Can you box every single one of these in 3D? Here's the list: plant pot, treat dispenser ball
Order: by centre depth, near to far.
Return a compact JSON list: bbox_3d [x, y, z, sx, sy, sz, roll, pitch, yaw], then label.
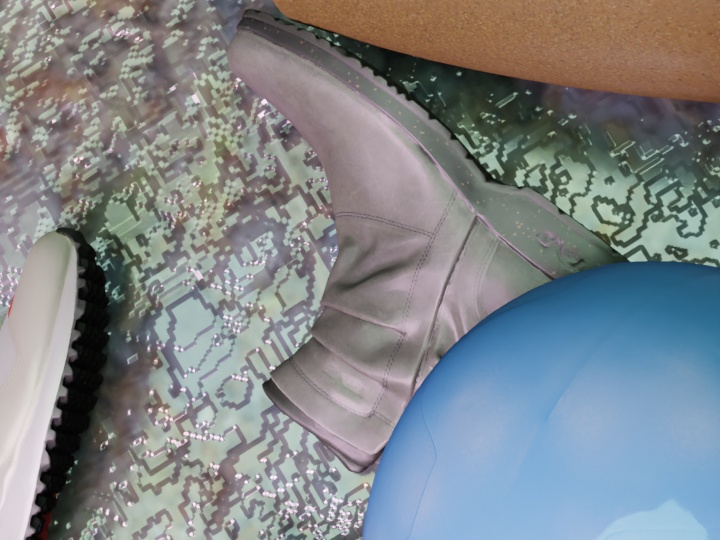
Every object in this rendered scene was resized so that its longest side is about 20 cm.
[{"bbox_3d":[0.100,0.098,0.752,0.199,0.201,0.203,-1,82,8],"label":"treat dispenser ball"},{"bbox_3d":[0.065,-0.146,0.832,0.199,0.186,0.188,-3,81,21],"label":"plant pot"}]

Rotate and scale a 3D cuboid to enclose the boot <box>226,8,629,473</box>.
[{"bbox_3d":[0.000,0.000,0.865,0.200,0.068,0.131,38,94,13],"label":"boot"}]

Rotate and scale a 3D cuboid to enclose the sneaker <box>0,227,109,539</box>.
[{"bbox_3d":[-0.160,0.075,0.869,0.093,0.070,0.201,13,86,4],"label":"sneaker"}]
